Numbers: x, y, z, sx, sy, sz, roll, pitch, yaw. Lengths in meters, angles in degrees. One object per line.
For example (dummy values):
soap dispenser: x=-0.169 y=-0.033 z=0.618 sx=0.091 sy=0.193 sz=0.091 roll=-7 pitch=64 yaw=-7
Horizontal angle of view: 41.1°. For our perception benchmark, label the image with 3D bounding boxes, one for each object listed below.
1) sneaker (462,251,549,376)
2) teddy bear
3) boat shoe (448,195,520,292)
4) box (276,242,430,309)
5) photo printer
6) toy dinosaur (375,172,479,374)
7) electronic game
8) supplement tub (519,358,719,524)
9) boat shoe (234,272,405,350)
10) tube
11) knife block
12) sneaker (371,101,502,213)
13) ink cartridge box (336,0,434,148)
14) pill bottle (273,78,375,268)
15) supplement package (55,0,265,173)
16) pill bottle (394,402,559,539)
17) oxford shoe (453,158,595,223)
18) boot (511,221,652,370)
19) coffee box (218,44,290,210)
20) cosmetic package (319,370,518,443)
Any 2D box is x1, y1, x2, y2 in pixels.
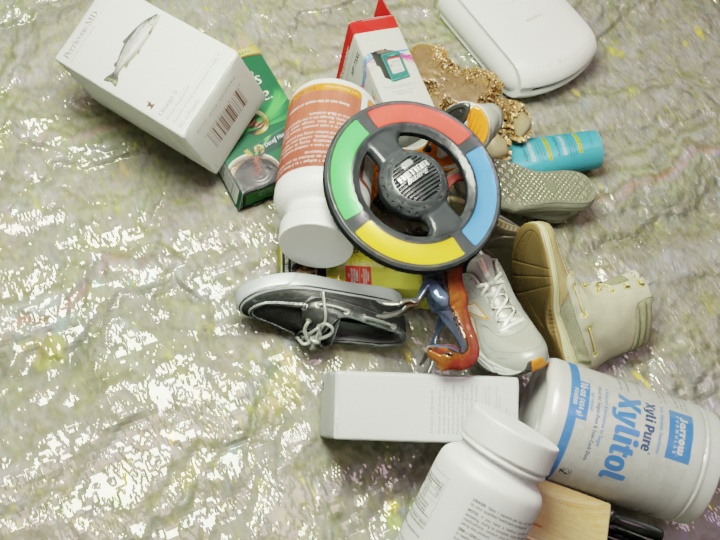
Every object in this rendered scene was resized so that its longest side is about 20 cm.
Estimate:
sneaker: x=0.145 y=0.037 z=1.076 sx=0.074 sy=0.093 sz=0.200 roll=-18 pitch=34 yaw=-14
teddy bear: x=0.135 y=-0.216 z=1.268 sx=0.197 sy=0.067 sz=0.147 roll=24 pitch=70 yaw=9
boat shoe: x=0.170 y=-0.034 z=1.180 sx=0.199 sy=0.072 sz=0.066 roll=31 pitch=16 yaw=-10
box: x=0.000 y=0.000 z=1.133 sx=0.196 sy=0.050 sz=0.077 roll=4 pitch=60 yaw=-11
photo printer: x=0.228 y=-0.340 z=1.360 sx=0.165 sy=0.070 sz=0.201 roll=-27 pitch=71 yaw=-24
toy dinosaur: x=0.082 y=0.015 z=1.023 sx=0.104 sy=0.202 sz=0.182 roll=14 pitch=24 yaw=-46
electronic game: x=0.056 y=-0.091 z=1.021 sx=0.196 sy=0.042 sz=0.204 roll=5 pitch=67 yaw=-11
supplement tub: x=0.277 y=0.185 z=1.049 sx=0.196 sy=0.133 sz=0.134 roll=17 pitch=59 yaw=-2
boat shoe: x=-0.043 y=0.055 z=1.079 sx=0.196 sy=0.074 sz=0.069 roll=9 pitch=51 yaw=-18
tube: x=0.222 y=-0.147 z=1.272 sx=0.196 sy=0.051 sz=0.078 roll=-10 pitch=53 yaw=-11
knife block: x=0.226 y=0.269 z=1.031 sx=0.173 sy=0.064 sz=0.202 roll=-21 pitch=68 yaw=-23
sneaker: x=0.094 y=-0.134 z=1.157 sx=0.092 sy=0.199 sz=0.077 roll=-23 pitch=84 yaw=-53
ink cartridge box: x=0.023 y=-0.238 z=1.230 sx=0.066 sy=0.117 sz=0.203 roll=-13 pitch=65 yaw=-18
pill bottle: x=-0.040 y=-0.110 z=1.094 sx=0.110 sy=0.113 sz=0.203 roll=11 pitch=56 yaw=-7
supplement package: x=-0.232 y=-0.225 z=1.126 sx=0.198 sy=0.117 sz=0.118 roll=31 pitch=83 yaw=18
pill bottle: x=0.108 y=0.241 z=0.939 sx=0.112 sy=0.113 sz=0.203 roll=27 pitch=93 yaw=3
oxford shoe: x=0.204 y=-0.096 z=1.220 sx=0.196 sy=0.058 sz=0.076 roll=4 pitch=63 yaw=-21
boot: x=0.266 y=0.021 z=1.136 sx=0.153 sy=0.072 sz=0.204 roll=-21 pitch=102 yaw=-25
coffee box: x=-0.142 y=-0.183 z=1.203 sx=0.121 sy=0.044 sz=0.202 roll=-21 pitch=68 yaw=-22
cosmetic package: x=0.061 y=0.147 z=1.029 sx=0.196 sy=0.101 sz=0.073 roll=4 pitch=82 yaw=-10
